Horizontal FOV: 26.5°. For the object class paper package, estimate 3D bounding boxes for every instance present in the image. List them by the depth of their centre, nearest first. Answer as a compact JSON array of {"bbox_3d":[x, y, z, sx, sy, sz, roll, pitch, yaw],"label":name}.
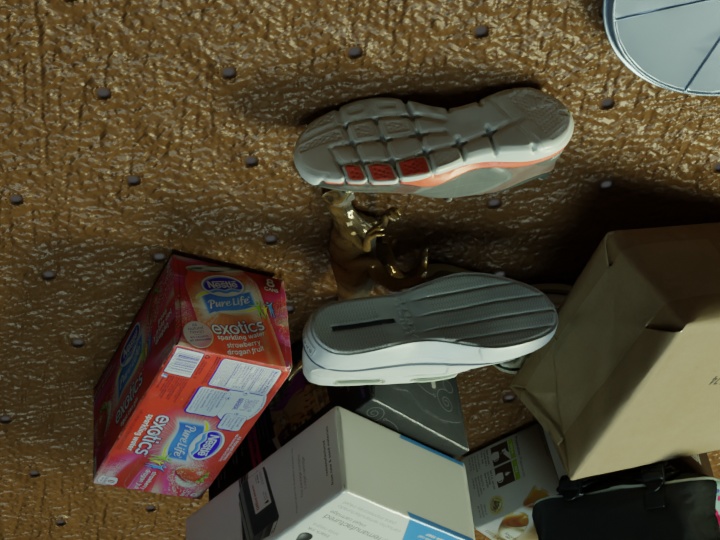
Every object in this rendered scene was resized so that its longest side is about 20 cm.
[{"bbox_3d":[0.251,0.061,1.206,0.199,0.104,0.191,-5,137,-35],"label":"paper package"}]

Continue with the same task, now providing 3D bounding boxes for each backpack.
[{"bbox_3d":[0.257,0.248,1.311,0.177,0.151,0.200,-13,165,26],"label":"backpack"}]

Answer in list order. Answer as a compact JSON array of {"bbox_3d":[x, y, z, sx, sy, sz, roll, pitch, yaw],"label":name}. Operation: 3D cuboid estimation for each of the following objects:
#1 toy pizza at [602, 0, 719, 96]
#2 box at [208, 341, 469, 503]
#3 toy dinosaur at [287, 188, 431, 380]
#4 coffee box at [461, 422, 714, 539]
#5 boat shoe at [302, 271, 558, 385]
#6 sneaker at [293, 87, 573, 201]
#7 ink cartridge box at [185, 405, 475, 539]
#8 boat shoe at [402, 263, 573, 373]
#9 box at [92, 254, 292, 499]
[{"bbox_3d":[0.258,-0.196,1.015,0.199,0.032,0.201,-5,141,-4],"label":"toy pizza"},{"bbox_3d":[-0.025,0.136,1.299,0.200,0.106,0.122,-35,132,29],"label":"box"},{"bbox_3d":[0.000,0.000,1.195,0.106,0.061,0.200,6,129,3],"label":"toy dinosaur"},{"bbox_3d":[0.211,0.189,1.420,0.200,0.080,0.114,-29,137,24],"label":"coffee box"},{"bbox_3d":[0.049,0.048,1.164,0.199,0.074,0.067,-1,148,-15],"label":"boat shoe"},{"bbox_3d":[0.053,-0.074,1.094,0.199,0.077,0.082,-5,146,-3],"label":"sneaker"},{"bbox_3d":[-0.028,0.213,1.241,0.144,0.084,0.200,27,129,-33],"label":"ink cartridge box"},{"bbox_3d":[0.129,0.052,1.255,0.199,0.069,0.075,9,137,-19],"label":"boat shoe"},{"bbox_3d":[-0.141,0.091,1.235,0.099,0.096,0.200,13,136,-23],"label":"box"}]
